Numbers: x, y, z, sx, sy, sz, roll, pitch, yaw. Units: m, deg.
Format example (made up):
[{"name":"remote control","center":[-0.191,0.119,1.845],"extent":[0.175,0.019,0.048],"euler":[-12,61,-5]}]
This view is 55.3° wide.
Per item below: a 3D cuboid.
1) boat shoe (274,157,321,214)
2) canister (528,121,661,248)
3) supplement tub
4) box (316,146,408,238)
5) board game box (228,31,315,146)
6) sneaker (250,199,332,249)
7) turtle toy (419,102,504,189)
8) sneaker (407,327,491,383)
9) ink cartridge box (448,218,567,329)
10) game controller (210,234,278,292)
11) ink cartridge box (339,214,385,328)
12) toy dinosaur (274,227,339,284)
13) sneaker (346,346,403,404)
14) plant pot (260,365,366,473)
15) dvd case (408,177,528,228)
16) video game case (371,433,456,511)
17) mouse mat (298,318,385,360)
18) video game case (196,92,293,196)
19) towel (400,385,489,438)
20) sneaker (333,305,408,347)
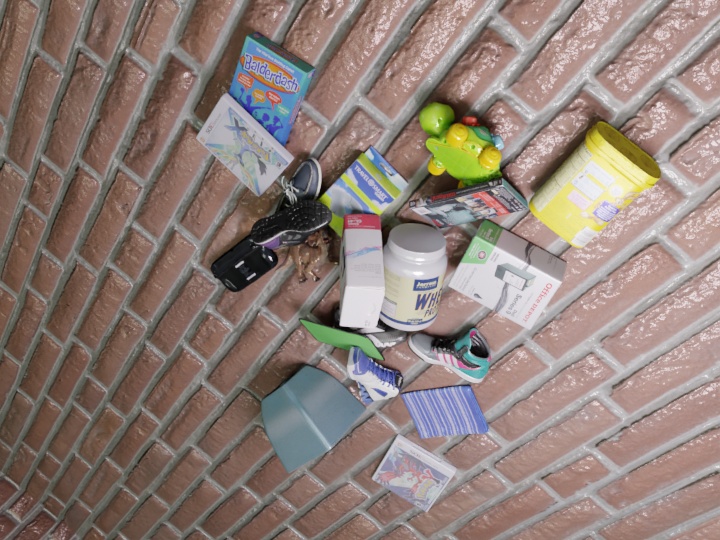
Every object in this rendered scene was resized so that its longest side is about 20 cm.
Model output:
[{"name":"boat shoe","center":[-0.149,-0.169,1.555],"extent":[0.075,0.062,0.200],"euler":[58,136,26]},{"name":"canister","center":[0.430,-0.154,1.284],"extent":[0.148,0.087,0.200],"euler":[38,129,0]},{"name":"supplement tub","center":[0.111,0.014,1.498],"extent":[0.144,0.145,0.201],"euler":[17,125,15]},{"name":"box","center":[-0.003,-0.162,1.509],"extent":[0.122,0.048,0.200],"euler":[45,128,-5]},{"name":"board game box","center":[-0.201,-0.380,1.473],"extent":[0.152,0.045,0.200],"euler":[32,127,5]},{"name":"sneaker","center":[-0.141,-0.098,1.540],"extent":[0.199,0.076,0.088],"euler":[-13,156,24]},{"name":"turtle toy","center":[0.194,-0.245,1.329],"extent":[0.200,0.101,0.146],"euler":[36,154,1]},{"name":"sneaker","center":[0.216,0.174,1.581],"extent":[0.199,0.084,0.121],"euler":[25,132,0]},{"name":"ink cartridge box","center":[0.308,0.009,1.439],"extent":[0.199,0.084,0.146],"euler":[28,127,7]},{"name":"game controller","center":[-0.297,-0.015,1.750],"extent":[0.104,0.042,0.200],"euler":[42,129,-21]},{"name":"ink cartridge box","center":[0.000,0.000,1.475],"extent":[0.085,0.201,0.148],"euler":[4,141,-5]},{"name":"toy dinosaur","center":[-0.123,-0.049,1.614],"extent":[0.199,0.086,0.136],"euler":[-7,115,35]},{"name":"sneaker","center":[0.044,0.261,1.715],"extent":[0.115,0.081,0.200],"euler":[-6,137,18]},{"name":"plant pot","center":[-0.146,0.373,1.817],"extent":[0.196,0.196,0.200],"euler":[-39,88,37]},{"name":"dvd case","center":[0.217,-0.131,1.378],"extent":[0.199,0.146,0.022],"euler":[-13,70,31]},{"name":"video game case","center":[0.144,0.559,1.887],"extent":[0.182,0.023,0.201],"euler":[29,127,7]},{"name":"mouse mat","center":[-0.044,0.170,1.690],"extent":[0.199,0.008,0.161],"euler":[13,158,23]},{"name":"video game case","center":[-0.263,-0.275,1.540],"extent":[0.200,0.022,0.182],"euler":[43,144,-10]},{"name":"towel","center":[0.213,0.360,1.735],"extent":[0.199,0.024,0.145],"euler":[-14,111,31]},{"name":"sneaker","center":[0.019,0.128,1.660],"extent":[0.199,0.067,0.091],"euler":[10,125,23]}]
